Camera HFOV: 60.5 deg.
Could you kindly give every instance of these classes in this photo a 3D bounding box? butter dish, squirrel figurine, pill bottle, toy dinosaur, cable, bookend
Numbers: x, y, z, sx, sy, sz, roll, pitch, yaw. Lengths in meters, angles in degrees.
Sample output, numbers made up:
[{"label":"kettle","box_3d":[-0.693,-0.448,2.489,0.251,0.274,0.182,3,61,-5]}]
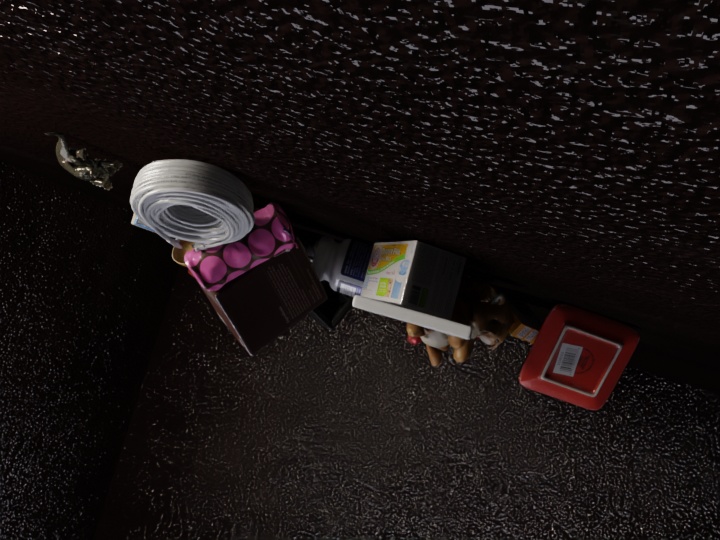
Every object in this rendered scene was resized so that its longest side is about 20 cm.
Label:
[{"label":"butter dish","box_3d":[0.449,0.161,1.315,0.196,0.203,0.148,19,-160,-4]},{"label":"squirrel figurine","box_3d":[0.209,0.077,1.221,0.184,0.202,0.142,-13,132,26]},{"label":"pill bottle","box_3d":[0.000,0.000,1.313,0.197,0.118,0.116,18,176,2]},{"label":"toy dinosaur","box_3d":[-0.539,-0.204,1.202,0.101,0.078,0.199,7,175,29]},{"label":"cable","box_3d":[-0.267,-0.106,1.000,0.197,0.070,0.200,-5,156,22]},{"label":"bookend","box_3d":[-0.089,0.005,1.549,0.199,0.201,0.092,46,165,-21]}]

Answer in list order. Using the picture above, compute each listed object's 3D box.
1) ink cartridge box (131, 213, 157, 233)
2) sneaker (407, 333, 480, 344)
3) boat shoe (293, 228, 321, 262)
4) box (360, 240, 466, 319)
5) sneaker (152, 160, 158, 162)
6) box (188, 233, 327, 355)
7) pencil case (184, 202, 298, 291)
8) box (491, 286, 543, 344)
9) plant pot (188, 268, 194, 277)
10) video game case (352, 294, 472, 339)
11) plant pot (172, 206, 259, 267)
[{"label":"ink cartridge box","box_3d":[-0.411,-0.137,1.246,0.067,0.117,0.199,19,176,-23]},{"label":"sneaker","box_3d":[0.200,0.114,1.329,0.115,0.199,0.079,41,157,24]},{"label":"boat shoe","box_3d":[-0.106,-0.052,1.464,0.198,0.072,0.065,32,150,4]},{"label":"box","box_3d":[0.089,0.014,1.117,0.100,0.115,0.199,17,175,-20]},{"label":"sneaker","box_3d":[-0.317,-0.134,1.117,0.071,0.073,0.201,-6,153,10]},{"label":"box","box_3d":[-0.206,0.025,1.261,0.165,0.199,0.166,32,153,50]},{"label":"pencil case","box_3d":[-0.215,-0.038,1.125,0.095,0.198,0.091,61,-177,-16]},{"label":"box","box_3d":[0.360,0.109,1.389,0.199,0.042,0.120,25,-156,-47]},{"label":"plant pot","box_3d":[-0.320,-0.028,1.544,0.199,0.178,0.200,34,174,-8]},{"label":"video game case","box_3d":[0.096,0.084,1.067,0.197,0.023,0.182,15,176,12]},{"label":"plant pot","box_3d":[-0.287,-0.066,1.256,0.198,0.200,0.028,13,137,44]}]
